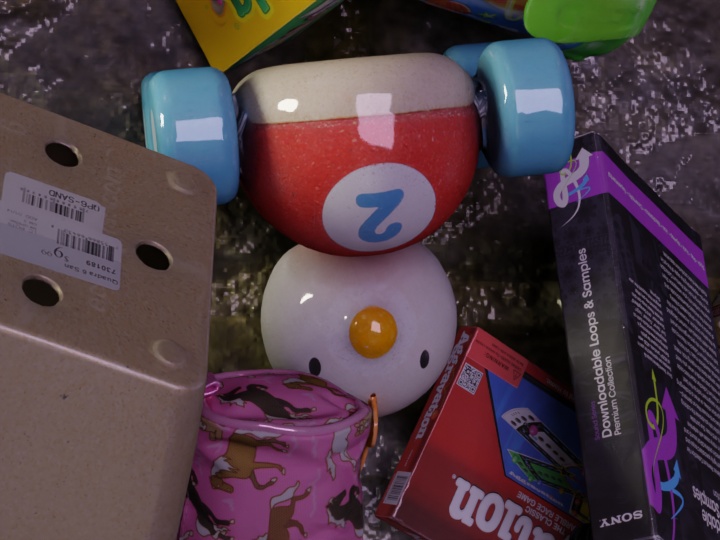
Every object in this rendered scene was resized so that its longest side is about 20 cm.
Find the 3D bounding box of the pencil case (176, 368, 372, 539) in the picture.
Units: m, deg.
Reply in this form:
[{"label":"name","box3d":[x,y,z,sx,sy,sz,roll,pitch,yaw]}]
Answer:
[{"label":"pencil case","box3d":[-0.046,0.142,0.903,0.086,0.082,0.201,-12,115,-48]}]

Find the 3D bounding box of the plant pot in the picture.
[{"label":"plant pot","box3d":[-0.154,0.040,0.816,0.199,0.177,0.201,20,36,-17]}]

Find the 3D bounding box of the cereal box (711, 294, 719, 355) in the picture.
[{"label":"cereal box","box3d":[0.289,0.007,1.090,0.144,0.040,0.200,43,72,-7]}]

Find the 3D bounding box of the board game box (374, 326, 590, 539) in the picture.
[{"label":"board game box","box3d":[0.107,0.121,1.002,0.199,0.019,0.103,33,74,-25]}]

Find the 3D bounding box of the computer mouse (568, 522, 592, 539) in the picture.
[{"label":"computer mouse","box3d":[0.164,0.189,1.002,0.200,0.034,0.059,45,43,-22]}]

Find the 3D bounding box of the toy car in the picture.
[{"label":"toy car","box3d":[0.000,0.000,0.941,0.183,0.177,0.202,-6,96,-8]}]

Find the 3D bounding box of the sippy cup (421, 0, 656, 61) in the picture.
[{"label":"sippy cup","box3d":[0.067,-0.179,0.986,0.130,0.178,0.141,5,92,-27]}]

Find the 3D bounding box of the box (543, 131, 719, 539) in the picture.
[{"label":"box","box3d":[0.139,0.052,0.967,0.143,0.036,0.201,35,43,-54]}]

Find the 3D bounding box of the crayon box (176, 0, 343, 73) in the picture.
[{"label":"crayon box","box3d":[-0.045,-0.207,0.929,0.058,0.200,0.173,-28,90,-34]}]
